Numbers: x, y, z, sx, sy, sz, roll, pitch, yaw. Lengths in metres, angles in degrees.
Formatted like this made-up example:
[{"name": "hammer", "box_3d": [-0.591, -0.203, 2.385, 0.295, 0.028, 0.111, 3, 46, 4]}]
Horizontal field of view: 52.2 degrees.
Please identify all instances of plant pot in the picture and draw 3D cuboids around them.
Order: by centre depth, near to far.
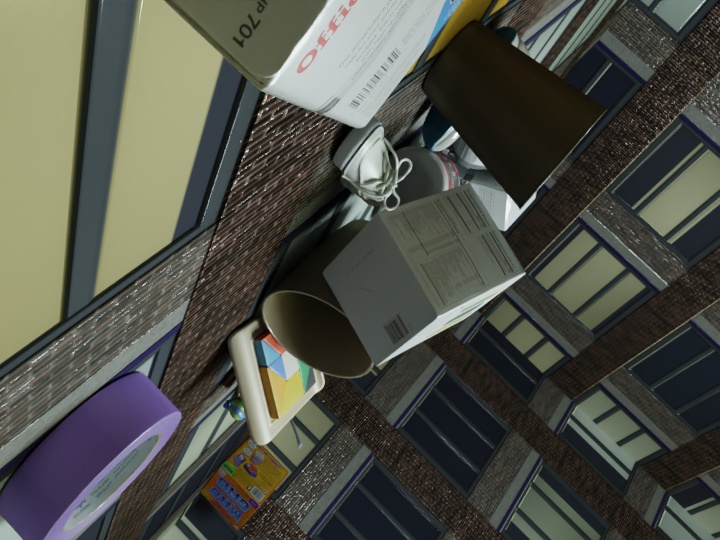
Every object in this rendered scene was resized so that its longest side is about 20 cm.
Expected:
[{"name": "plant pot", "box_3d": [-0.023, 0.024, 1.121, 0.202, 0.185, 0.188, -59, -178, -35]}]

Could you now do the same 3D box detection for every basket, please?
[{"name": "basket", "box_3d": [0.186, -0.208, 0.942, 0.180, 0.199, 0.136, -45, 173, -24]}]

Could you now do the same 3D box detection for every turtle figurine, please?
[{"name": "turtle figurine", "box_3d": [-0.138, 0.201, 1.331, 0.197, 0.144, 0.196, -7, -137, 44]}]

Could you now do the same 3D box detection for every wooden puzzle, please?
[{"name": "wooden puzzle", "box_3d": [-0.123, 0.150, 1.176, 0.036, 0.189, 0.199, -2, -162, 29]}]

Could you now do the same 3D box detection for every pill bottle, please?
[{"name": "pill bottle", "box_3d": [0.100, -0.139, 1.174, 0.111, 0.111, 0.200, -49, 174, 16]}]

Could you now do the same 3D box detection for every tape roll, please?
[{"name": "tape roll", "box_3d": [-0.288, 0.207, 0.798, 0.201, 0.065, 0.200, -49, 174, -6]}]

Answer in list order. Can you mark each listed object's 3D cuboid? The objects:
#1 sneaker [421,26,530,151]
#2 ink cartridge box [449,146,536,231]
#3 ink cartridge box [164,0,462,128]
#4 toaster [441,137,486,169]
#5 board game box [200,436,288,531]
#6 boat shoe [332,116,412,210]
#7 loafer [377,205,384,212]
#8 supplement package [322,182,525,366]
[{"name": "sneaker", "box_3d": [0.171, -0.246, 1.059, 0.201, 0.077, 0.080, -48, 130, 9]}, {"name": "ink cartridge box", "box_3d": [0.208, -0.162, 1.331, 0.145, 0.197, 0.085, -40, 141, -42]}, {"name": "ink cartridge box", "box_3d": [-0.004, -0.167, 0.397, 0.147, 0.086, 0.200, -50, 172, 13]}, {"name": "toaster", "box_3d": [0.233, -0.247, 1.227, 0.131, 0.195, 0.115, 110, -24, -44]}, {"name": "board game box", "box_3d": [-0.425, 0.780, 2.705, 0.201, 0.200, 0.199, -52, 172, 35]}, {"name": "boat shoe", "box_3d": [0.019, -0.113, 0.877, 0.075, 0.086, 0.202, -46, 174, -8]}, {"name": "loafer", "box_3d": [0.068, -0.101, 1.392, 0.070, 0.064, 0.201, -10, 154, 7]}, {"name": "supplement package", "box_3d": [0.087, 0.002, 0.999, 0.198, 0.153, 0.152, -21, 165, -42]}]
